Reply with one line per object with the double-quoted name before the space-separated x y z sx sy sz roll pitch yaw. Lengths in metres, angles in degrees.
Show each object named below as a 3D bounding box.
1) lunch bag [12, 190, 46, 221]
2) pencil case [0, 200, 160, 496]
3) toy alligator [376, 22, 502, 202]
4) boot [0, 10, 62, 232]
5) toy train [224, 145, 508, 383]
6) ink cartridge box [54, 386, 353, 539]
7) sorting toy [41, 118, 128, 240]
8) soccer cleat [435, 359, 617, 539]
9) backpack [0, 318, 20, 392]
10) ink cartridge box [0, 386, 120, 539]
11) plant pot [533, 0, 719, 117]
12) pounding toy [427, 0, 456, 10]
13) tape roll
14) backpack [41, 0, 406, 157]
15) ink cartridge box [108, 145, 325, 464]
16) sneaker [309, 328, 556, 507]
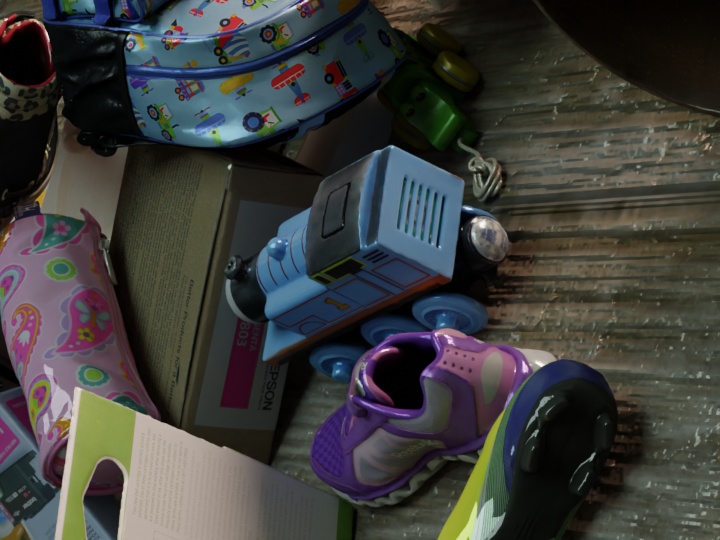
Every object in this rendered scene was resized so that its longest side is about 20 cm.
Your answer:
"lunch bag" -0.300 -0.032 2.031 0.127 0.200 0.170 -51 31 21
"pencil case" -0.185 0.050 1.711 0.087 0.087 0.200 -47 43 28
"toy alligator" 0.040 -0.109 1.669 0.059 0.054 0.200 -54 29 19
"boot" -0.229 -0.113 1.779 0.204 0.073 0.154 -70 7 -55
"toy train" 0.000 0.000 1.582 0.200 0.114 0.087 -26 45 49
"ink cartridge box" -0.106 0.175 1.526 0.076 0.200 0.148 -36 38 41
"sorting toy" -0.155 -0.118 1.956 0.180 0.106 0.201 -69 -1 -58
"soccer cleat" 0.075 0.137 1.410 0.201 0.065 0.084 -59 10 10
"backpack" -0.279 0.112 1.862 0.153 0.191 0.201 -11 52 16
"ink cartridge box" -0.201 0.189 1.716 0.119 0.200 0.042 -47 -11 25
"plant pot" 0.204 -0.214 1.377 0.187 0.187 0.200 -9 45 57
"pounding toy" 0.053 -0.246 1.671 0.200 0.142 0.184 -35 31 -2
"tape roll" -0.047 -0.088 1.820 0.203 0.037 0.203 -39 37 38
"backpack" -0.080 -0.152 1.657 0.182 0.135 0.200 -31 28 -34
"ink cartridge box" -0.106 0.012 1.735 0.165 0.075 0.201 29 109 58
"sneaker" 0.023 0.076 1.509 0.200 0.088 0.081 -25 48 52
